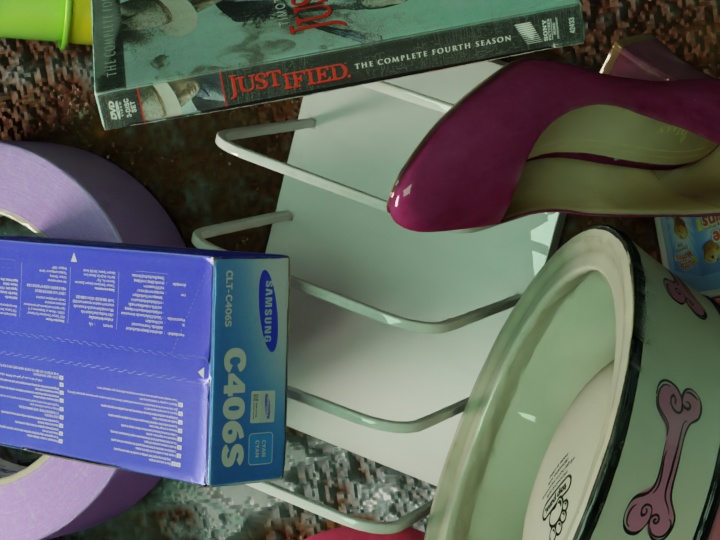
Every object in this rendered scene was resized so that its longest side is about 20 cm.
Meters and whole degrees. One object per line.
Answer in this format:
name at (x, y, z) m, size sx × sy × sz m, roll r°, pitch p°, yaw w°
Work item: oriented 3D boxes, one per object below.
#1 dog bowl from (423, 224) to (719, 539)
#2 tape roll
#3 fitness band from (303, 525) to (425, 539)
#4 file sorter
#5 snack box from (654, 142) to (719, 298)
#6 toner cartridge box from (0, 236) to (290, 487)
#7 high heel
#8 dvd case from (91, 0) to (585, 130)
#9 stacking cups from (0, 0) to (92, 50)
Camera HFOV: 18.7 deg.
dog bowl at (0.093, 0.088, 0.876) m, size 0.073 × 0.200 × 0.201 m, roll 21°, pitch 109°, yaw -12°
tape roll at (-0.178, 0.036, 1.092) m, size 0.198 × 0.066 × 0.202 m, roll 1°, pitch 92°, yaw 24°
fitness band at (0.004, 0.201, 1.001) m, size 0.143 × 0.038 × 0.201 m, roll -20°, pitch 124°, yaw 2°
file sorter at (0.000, 0.000, 0.985) m, size 0.138 × 0.124 × 0.202 m, roll 20°, pitch 106°, yaw 21°
snack box at (0.222, -0.037, 0.933) m, size 0.199 × 0.024 × 0.073 m, roll -10°, pitch 93°, yaw 25°
toner cartridge box at (-0.111, 0.035, 0.963) m, size 0.199 × 0.043 × 0.096 m, roll 5°, pitch 95°, yaw 48°
high heel at (0.099, -0.040, 0.870) m, size 0.096 × 0.199 × 0.068 m, roll 42°, pitch 135°, yaw 21°
dvd case at (-0.016, -0.119, 0.928) m, size 0.198 × 0.146 × 0.022 m, roll -11°, pitch 124°, yaw 0°
stacking cups at (-0.197, -0.141, 1.032) m, size 0.198 × 0.061 × 0.061 m, roll 5°, pitch 102°, yaw -12°
